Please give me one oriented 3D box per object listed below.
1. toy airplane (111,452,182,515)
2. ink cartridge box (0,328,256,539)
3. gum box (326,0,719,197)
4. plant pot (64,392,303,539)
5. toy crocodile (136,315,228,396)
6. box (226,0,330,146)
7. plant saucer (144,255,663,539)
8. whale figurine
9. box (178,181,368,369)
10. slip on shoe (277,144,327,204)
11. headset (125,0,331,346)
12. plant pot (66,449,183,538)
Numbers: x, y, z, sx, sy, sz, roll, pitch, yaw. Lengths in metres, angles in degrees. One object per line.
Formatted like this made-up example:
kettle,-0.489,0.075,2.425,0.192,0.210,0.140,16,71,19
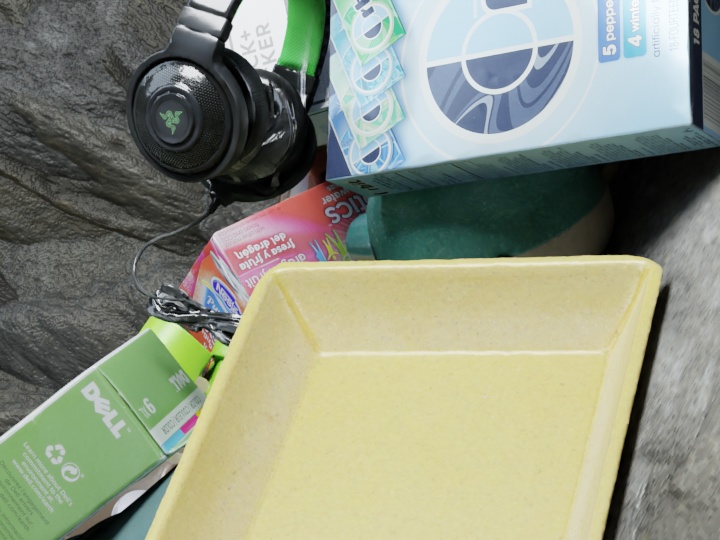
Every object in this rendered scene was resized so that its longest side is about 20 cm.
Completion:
toy airplane,-0.119,0.205,1.586,0.200,0.141,0.200,-61,6,7
ink cartridge box,-0.136,0.086,1.062,0.200,0.059,0.104,-38,1,13
gum box,0.077,-0.133,1.037,0.199,0.044,0.171,-7,75,31
plant pot,-0.055,0.172,1.048,0.196,0.200,0.201,-47,15,42
toy crocodile,-0.035,0.084,1.146,0.068,0.199,0.062,-68,11,-9
box,0.025,-0.145,1.141,0.060,0.199,0.117,32,-135,-72
plant saucer,0.027,0.077,0.940,0.201,0.199,0.049,-69,-31,-45
whale figurine,0.061,-0.054,1.154,0.158,0.104,0.200,-20,22,6
box,0.000,0.000,1.274,0.199,0.096,0.100,-26,-14,-29
slip on shoe,-0.025,-0.080,1.278,0.076,0.061,0.200,-30,-14,-6
headset,-0.056,-0.066,1.053,0.201,0.094,0.123,-69,-22,0
plant pot,-0.171,0.212,1.900,0.174,0.200,0.201,-14,46,59
